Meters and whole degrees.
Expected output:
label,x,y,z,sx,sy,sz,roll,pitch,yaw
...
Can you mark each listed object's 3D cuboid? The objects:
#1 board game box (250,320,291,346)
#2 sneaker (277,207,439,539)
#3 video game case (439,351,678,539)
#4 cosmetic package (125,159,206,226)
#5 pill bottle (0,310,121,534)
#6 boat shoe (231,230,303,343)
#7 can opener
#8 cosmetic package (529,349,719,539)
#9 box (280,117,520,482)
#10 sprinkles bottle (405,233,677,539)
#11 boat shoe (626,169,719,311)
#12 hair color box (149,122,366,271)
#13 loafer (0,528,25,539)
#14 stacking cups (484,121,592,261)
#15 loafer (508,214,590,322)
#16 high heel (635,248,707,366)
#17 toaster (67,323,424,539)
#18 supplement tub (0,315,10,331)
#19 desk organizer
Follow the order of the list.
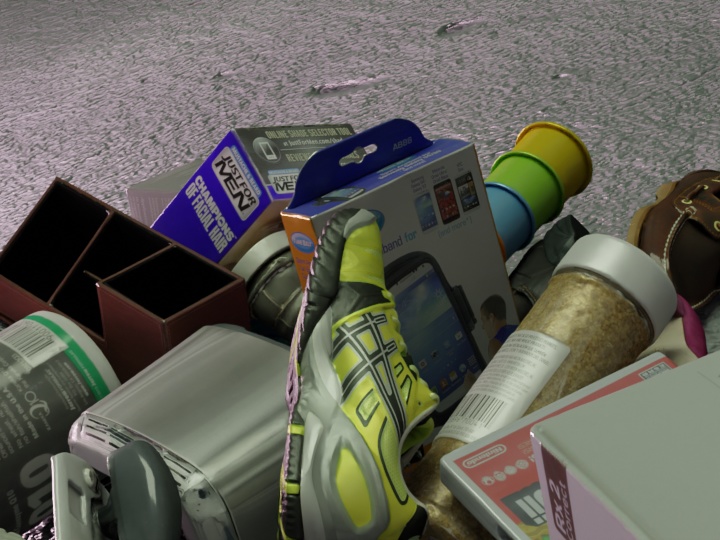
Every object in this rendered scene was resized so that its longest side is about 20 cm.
label,x,y,z,sx,sy,sz,roll,pitch,yaw
board game box,-0.058,0.074,1.344,0.199,0.045,0.152,-22,21,-17
sneaker,0.001,0.060,1.069,0.076,0.075,0.201,6,60,-4
video game case,0.150,0.123,0.996,0.143,0.018,0.200,-23,43,-23
cosmetic package,-0.072,-0.020,1.515,0.199,0.107,0.090,6,23,41
pill bottle,-0.244,0.118,1.251,0.200,0.113,0.113,-33,26,-30
boat shoe,-0.001,0.002,1.343,0.060,0.072,0.201,46,35,21
can opener,-0.118,0.164,1.007,0.067,0.053,0.200,-28,44,14
cosmetic package,0.198,0.126,0.813,0.199,0.165,0.165,-21,28,-15
box,0.030,0.016,1.205,0.119,0.201,0.041,-26,22,-27
sprinkles bottle,0.092,0.072,1.106,0.068,0.068,0.200,8,52,48
boat shoe,0.223,-0.023,1.361,0.070,0.071,0.200,-11,19,23
hair color box,-0.085,-0.014,1.383,0.109,0.065,0.200,-7,-32,-46
loafer,-0.168,0.184,1.108,0.199,0.070,0.070,1,41,39
stacking cups,0.086,-0.022,1.357,0.060,0.061,0.200,0,33,36
loafer,0.127,0.029,1.316,0.072,0.073,0.200,-39,7,14
high heel,0.177,0.082,1.173,0.067,0.096,0.200,-26,37,12
toaster,-0.069,0.114,1.150,0.129,0.114,0.200,-31,31,-29
supplement tub,-0.262,0.063,1.436,0.106,0.107,0.200,-14,19,2
desk organizer,-0.156,0.016,1.313,0.072,0.077,0.200,-29,39,-34
